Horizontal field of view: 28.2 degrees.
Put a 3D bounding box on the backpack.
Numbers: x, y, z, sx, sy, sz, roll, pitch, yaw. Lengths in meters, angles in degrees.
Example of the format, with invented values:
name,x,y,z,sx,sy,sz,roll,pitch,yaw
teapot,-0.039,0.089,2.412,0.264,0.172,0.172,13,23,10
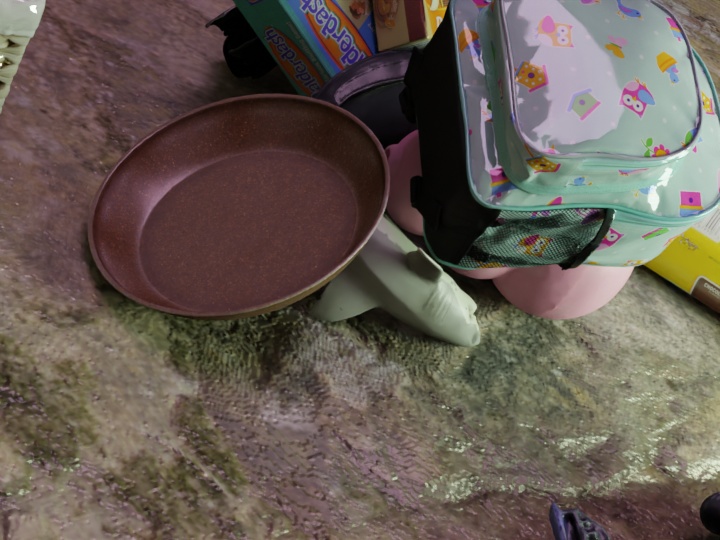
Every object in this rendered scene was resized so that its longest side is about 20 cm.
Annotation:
name,x,y,z,sx,sy,sz,roll,pitch,yaw
backpack,0.144,-0.094,0.936,0.198,0.153,0.178,8,60,-24

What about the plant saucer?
name,x,y,z,sx,sy,sz,roll,pitch,yaw
plant saucer,-0.076,-0.036,0.926,0.197,0.037,0.202,-7,46,7

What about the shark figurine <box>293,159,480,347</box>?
name,x,y,z,sx,sy,sz,roll,pitch,yaw
shark figurine,-0.015,-0.014,0.977,0.214,0.090,0.128,44,0,13

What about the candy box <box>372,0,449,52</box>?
name,x,y,z,sx,sy,sz,roll,pitch,yaw
candy box,0.090,-0.234,1.162,0.199,0.055,0.117,-5,87,-47

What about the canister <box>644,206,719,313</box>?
name,x,y,z,sx,sy,sz,roll,pitch,yaw
canister,0.349,0.001,1.208,0.199,0.087,0.148,34,32,16

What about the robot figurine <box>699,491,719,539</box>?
name,x,y,z,sx,sy,sz,roll,pitch,yaw
robot figurine,0.298,0.177,0.875,0.198,0.125,0.151,-9,63,-44

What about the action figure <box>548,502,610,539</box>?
name,x,y,z,sx,sy,sz,roll,pitch,yaw
action figure,0.158,0.178,0.748,0.191,0.105,0.201,-20,49,-4

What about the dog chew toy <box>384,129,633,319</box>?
name,x,y,z,sx,sy,sz,roll,pitch,yaw
dog chew toy,0.104,-0.043,1.047,0.198,0.125,0.125,21,31,-16

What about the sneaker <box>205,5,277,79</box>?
name,x,y,z,sx,sy,sz,roll,pitch,yaw
sneaker,-0.076,-0.203,1.205,0.060,0.104,0.200,53,-4,-1

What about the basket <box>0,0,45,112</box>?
name,x,y,z,sx,sy,sz,roll,pitch,yaw
basket,-0.323,-0.159,0.876,0.196,0.162,0.201,3,37,-33

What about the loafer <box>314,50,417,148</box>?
name,x,y,z,sx,sy,sz,roll,pitch,yaw
loafer,0.051,-0.126,1.073,0.199,0.069,0.070,-15,41,-36

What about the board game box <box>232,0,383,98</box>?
name,x,y,z,sx,sy,sz,roll,pitch,yaw
board game box,-0.002,-0.222,1.137,0.153,0.045,0.201,54,49,-24
